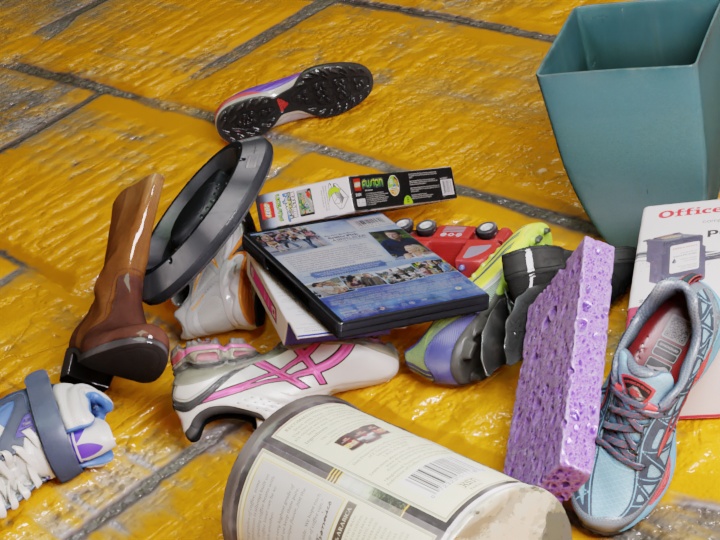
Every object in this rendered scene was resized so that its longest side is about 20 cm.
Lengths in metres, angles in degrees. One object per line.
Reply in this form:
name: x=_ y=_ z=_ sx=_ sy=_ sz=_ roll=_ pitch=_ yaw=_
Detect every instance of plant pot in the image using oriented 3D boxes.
plant pot: x=0.263 y=-0.128 z=1.333 sx=0.141 sy=0.200 sz=0.141 roll=0 pitch=35 yaw=26

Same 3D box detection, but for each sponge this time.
sponge: x=0.147 y=0.085 z=1.086 sx=0.030 sy=0.112 sz=0.200 roll=20 pitch=54 yaw=-9

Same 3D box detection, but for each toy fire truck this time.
toy fire truck: x=0.036 y=0.009 z=1.371 sx=0.200 sy=0.049 sz=0.141 roll=4 pitch=37 yaw=30

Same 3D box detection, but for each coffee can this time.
coffee can: x=0.022 y=0.184 z=0.997 sx=0.146 sy=0.146 sz=0.200 roll=-36 pitch=36 yaw=-30

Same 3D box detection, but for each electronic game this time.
electronic game: x=-0.153 y=-0.050 z=1.426 sx=0.200 sy=0.042 sz=0.200 roll=-45 pitch=21 yaw=22

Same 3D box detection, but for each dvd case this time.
dvd case: x=0.000 y=0.000 z=1.260 sx=0.143 sy=0.018 sz=0.200 roll=-10 pitch=27 yaw=-25

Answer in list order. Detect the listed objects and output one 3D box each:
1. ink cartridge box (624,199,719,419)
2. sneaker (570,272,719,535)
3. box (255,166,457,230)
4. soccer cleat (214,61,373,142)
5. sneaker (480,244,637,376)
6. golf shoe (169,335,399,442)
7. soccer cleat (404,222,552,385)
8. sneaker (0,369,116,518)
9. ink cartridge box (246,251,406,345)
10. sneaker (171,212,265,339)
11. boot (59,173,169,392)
ink cartridge box: x=0.297 y=0.025 z=1.180 sx=0.145 sy=0.084 sz=0.200 roll=-5 pitch=33 yaw=19
sneaker: x=0.195 y=0.091 z=1.043 sx=0.079 sy=0.096 sz=0.200 roll=19 pitch=83 yaw=24
box: x=-0.001 y=-0.072 z=1.429 sx=0.110 sy=0.035 sz=0.200 roll=-9 pitch=1 yaw=32
soccer cleat: x=-0.084 y=-0.214 z=1.780 sx=0.200 sy=0.068 sz=0.073 roll=-20 pitch=26 yaw=-1
sneaker: x=0.179 y=0.034 z=1.245 sx=0.200 sy=0.104 sz=0.060 roll=2 pitch=-17 yaw=-39
golf shoe: x=-0.063 y=0.103 z=1.265 sx=0.200 sy=0.073 sz=0.092 roll=-6 pitch=73 yaw=-3
soccer cleat: x=0.107 y=0.022 z=1.287 sx=0.084 sy=0.065 sz=0.200 roll=7 pitch=44 yaw=36
sneaker: x=-0.287 y=0.163 z=1.246 sx=0.146 sy=0.081 sz=0.200 roll=-12 pitch=25 yaw=17
ink cartridge box: x=-0.034 y=0.023 z=1.268 sx=0.095 sy=0.037 sz=0.200 roll=-5 pitch=23 yaw=-15
sneaker: x=-0.147 y=-0.003 z=1.461 sx=0.092 sy=0.076 sz=0.200 roll=-17 pitch=29 yaw=9
boot: x=-0.204 y=0.006 z=1.347 sx=0.188 sy=0.068 sz=0.200 roll=-30 pitch=43 yaw=63
